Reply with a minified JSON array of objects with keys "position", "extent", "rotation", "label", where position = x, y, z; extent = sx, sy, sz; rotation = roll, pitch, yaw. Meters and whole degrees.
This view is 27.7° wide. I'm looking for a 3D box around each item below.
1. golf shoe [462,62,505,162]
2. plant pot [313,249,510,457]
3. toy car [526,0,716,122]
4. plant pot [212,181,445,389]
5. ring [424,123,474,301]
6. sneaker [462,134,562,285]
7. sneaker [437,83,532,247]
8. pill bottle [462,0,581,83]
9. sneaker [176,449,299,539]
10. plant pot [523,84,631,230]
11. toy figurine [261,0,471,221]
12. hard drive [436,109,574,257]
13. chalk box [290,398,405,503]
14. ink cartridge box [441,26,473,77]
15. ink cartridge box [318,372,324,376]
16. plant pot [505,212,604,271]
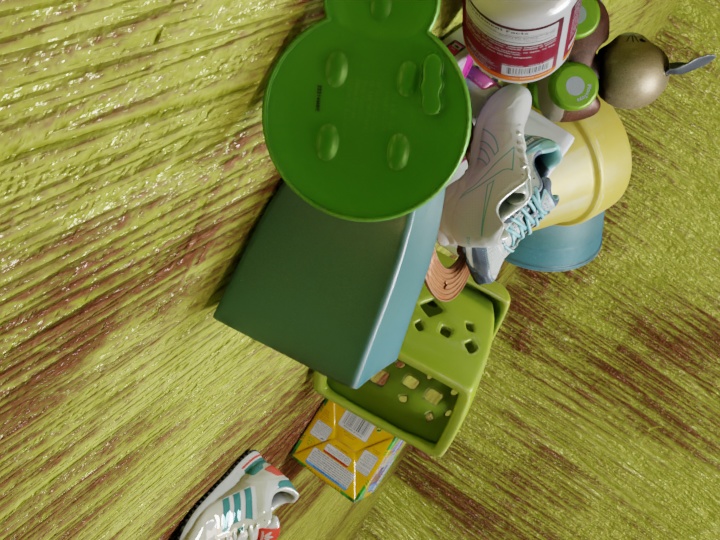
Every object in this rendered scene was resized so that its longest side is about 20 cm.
[{"position":[0.117,-0.165,1.621],"extent":[0.092,0.075,0.200],"rotation":[-52,168,-8],"label":"golf shoe"},{"position":[0.072,0.087,1.863],"extent":[0.182,0.199,0.199],"rotation":[-59,172,-31],"label":"plant pot"},{"position":[0.307,-0.252,1.710],"extent":[0.164,0.199,0.159],"rotation":[-126,-144,-83],"label":"toy car"},{"position":[-0.010,-0.029,1.278],"extent":[0.201,0.141,0.141],"rotation":[-68,168,13],"label":"plant pot"},{"position":[0.091,-0.068,1.541],"extent":[0.200,0.019,0.202],"rotation":[6,90,-66],"label":"ring"},{"position":[0.166,-0.073,1.579],"extent":[0.078,0.086,0.201],"rotation":[62,39,-50],"label":"sneaker"},{"position":[0.148,-0.105,1.517],"extent":[0.201,0.080,0.070],"rotation":[-66,149,-22],"label":"sneaker"},{"position":[0.150,-0.260,1.350],"extent":[0.113,0.113,0.200],"rotation":[-54,168,-11],"label":"pill bottle"},{"position":[-0.148,0.305,1.767],"extent":[0.200,0.093,0.070],"rotation":[-47,166,-45],"label":"sneaker"},{"position":[0.218,-0.133,1.902],"extent":[0.189,0.201,0.201],"rotation":[-31,157,-32],"label":"plant pot"},{"position":[0.013,-0.152,1.115],"extent":[0.184,0.149,0.201],"rotation":[-73,169,-77],"label":"toy figurine"},{"position":[0.144,-0.114,1.730],"extent":[0.200,0.132,0.025],"rotation":[-53,170,-16],"label":"hard drive"},{"position":[-0.007,0.260,2.210],"extent":[0.124,0.124,0.200],"rotation":[-57,169,1],"label":"chalk box"},{"position":[0.069,-0.180,1.455],"extent":[0.200,0.037,0.095],"rotation":[-46,166,-53],"label":"ink cartridge box"},{"position":[0.000,0.000,1.538],"extent":[0.200,0.084,0.145],"rotation":[-41,161,-58],"label":"ink cartridge box"},{"position":[0.287,-0.133,2.241],"extent":[0.200,0.199,0.189],"rotation":[-46,151,-44],"label":"plant pot"}]
